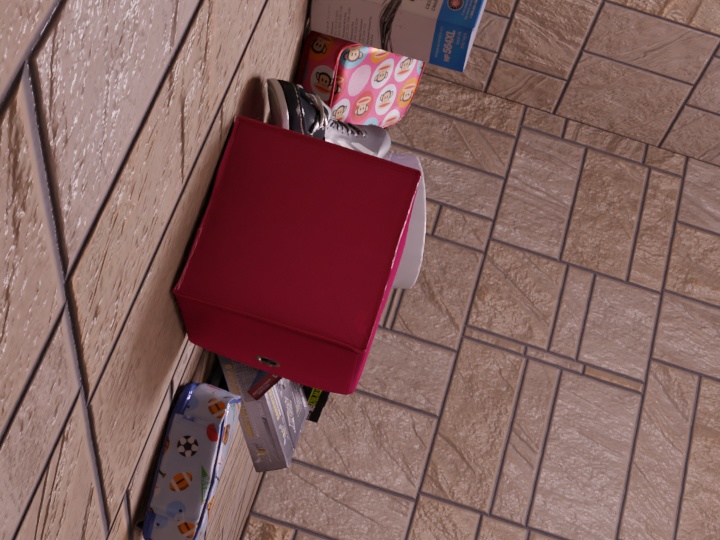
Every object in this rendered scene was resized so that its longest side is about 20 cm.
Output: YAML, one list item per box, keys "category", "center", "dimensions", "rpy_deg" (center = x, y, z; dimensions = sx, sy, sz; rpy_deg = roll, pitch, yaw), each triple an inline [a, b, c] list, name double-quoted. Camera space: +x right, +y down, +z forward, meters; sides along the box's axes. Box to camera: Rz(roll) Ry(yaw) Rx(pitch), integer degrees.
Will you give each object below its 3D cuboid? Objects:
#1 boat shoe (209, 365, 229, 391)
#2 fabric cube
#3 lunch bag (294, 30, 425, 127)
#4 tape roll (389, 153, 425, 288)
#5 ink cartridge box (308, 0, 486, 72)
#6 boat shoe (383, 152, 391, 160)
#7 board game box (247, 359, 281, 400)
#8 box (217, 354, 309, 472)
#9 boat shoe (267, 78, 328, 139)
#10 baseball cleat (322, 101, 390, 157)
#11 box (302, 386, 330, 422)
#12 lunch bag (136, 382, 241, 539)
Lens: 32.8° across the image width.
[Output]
- category: "boat shoe"
  center: [-0.168, 0.150, 1.731]
  dimensions: [0.200, 0.060, 0.076]
  rpy_deg: [-68, 176, -65]
- category: "fabric cube"
  center: [-0.063, -0.008, 1.253]
  dimensions: [0.199, 0.196, 0.200]
  rpy_deg: [103, 5, -73]
- category: "lunch bag"
  center: [-0.002, -0.240, 1.593]
  dimensions: [0.200, 0.082, 0.177]
  rpy_deg: [-23, 137, -47]
- category: "tape roll"
  center: [0.042, -0.074, 1.813]
  dimensions: [0.202, 0.071, 0.203]
  rpy_deg: [-179, -90, -81]
- category: "ink cartridge box"
  center: [0.052, -0.342, 1.480]
  dimensions: [0.084, 0.200, 0.146]
  rpy_deg: [100, 7, -61]
- category: "boat shoe"
  center: [-0.005, -0.125, 1.616]
  dimensions: [0.200, 0.070, 0.071]
  rpy_deg: [-68, 175, -69]
- category: "board game box"
  center: [-0.082, 0.086, 1.566]
  dimensions: [0.103, 0.019, 0.200]
  rpy_deg: [-44, -171, 22]
- category: "box"
  center: [-0.129, 0.144, 1.642]
  dimensions: [0.158, 0.048, 0.200]
  rpy_deg: [-69, 146, -65]
- category: "boat shoe"
  center: [-0.065, -0.165, 1.308]
  dimensions: [0.200, 0.060, 0.076]
  rpy_deg: [175, -95, -86]
- category: "baseball cleat"
  center: [-0.033, -0.165, 1.487]
  dimensions: [0.200, 0.070, 0.107]
  rpy_deg: [-24, 136, -40]
- category: "box"
  center: [-0.043, 0.100, 1.799]
  dimensions: [0.193, 0.047, 0.200]
  rpy_deg: [117, -10, -64]
- category: "lunch bag"
  center: [-0.198, 0.233, 1.439]
  dimensions: [0.160, 0.075, 0.200]
  rpy_deg: [115, -8, -85]
